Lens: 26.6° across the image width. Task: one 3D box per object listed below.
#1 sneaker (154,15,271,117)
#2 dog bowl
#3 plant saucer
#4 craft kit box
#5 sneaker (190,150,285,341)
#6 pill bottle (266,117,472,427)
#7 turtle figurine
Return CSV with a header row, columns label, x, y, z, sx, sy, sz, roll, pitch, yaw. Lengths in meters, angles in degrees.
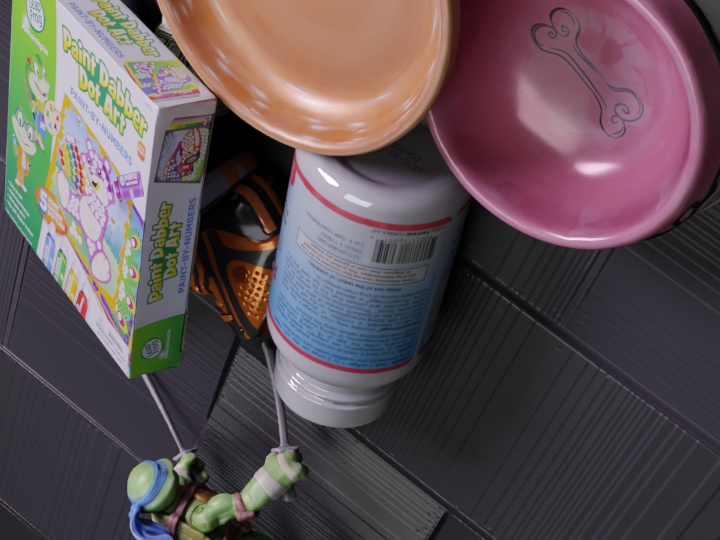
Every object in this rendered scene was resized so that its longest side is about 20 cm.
label,x,y,z,sx,sy,sz,roll,pitch,yaw
sneaker,-0.097,-0.148,0.954,0.199,0.075,0.088,-22,87,43
dog bowl,0.118,-0.100,0.803,0.199,0.074,0.202,21,130,27
plant saucer,-0.029,-0.158,0.801,0.199,0.037,0.202,21,131,26
craft kit box,-0.165,-0.070,0.961,0.200,0.048,0.199,45,134,39
sneaker,-0.112,0.008,1.056,0.199,0.078,0.112,-30,97,46
pill bottle,0.000,0.000,0.940,0.108,0.109,0.201,30,133,18
turtle figurine,-0.081,0.165,1.145,0.143,0.201,0.194,-25,124,23
